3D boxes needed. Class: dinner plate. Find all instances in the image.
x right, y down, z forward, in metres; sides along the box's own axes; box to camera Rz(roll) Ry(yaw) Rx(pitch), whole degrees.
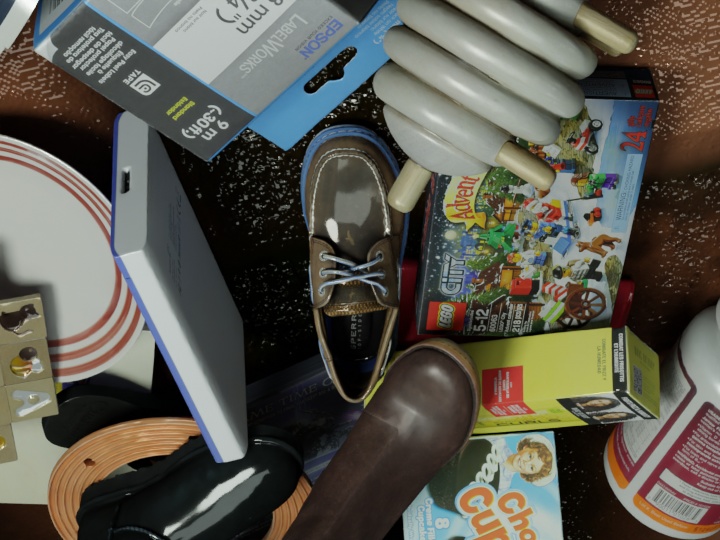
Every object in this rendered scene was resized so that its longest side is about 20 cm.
[{"bbox_3d":[-0.230,-0.010,1.213,0.198,0.024,0.202,10,129,12],"label":"dinner plate"}]

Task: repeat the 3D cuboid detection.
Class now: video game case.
[{"bbox_3d":[-0.045,0.145,1.377,0.142,0.019,0.201,-23,137,-18],"label":"video game case"}]

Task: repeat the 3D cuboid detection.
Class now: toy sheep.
[{"bbox_3d":[0.075,-0.120,1.078,0.137,0.138,0.201,29,94,-29],"label":"toy sheep"}]

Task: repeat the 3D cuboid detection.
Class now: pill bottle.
[{"bbox_3d":[0.264,0.094,1.330,0.109,0.110,0.201,13,132,-17],"label":"pill bottle"}]

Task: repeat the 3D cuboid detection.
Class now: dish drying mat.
[{"bbox_3d":[0.092,0.027,1.313,0.198,0.018,0.077,6,130,-9],"label":"dish drying mat"}]

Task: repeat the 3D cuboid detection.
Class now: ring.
[{"bbox_3d":[-0.127,0.169,1.332,0.198,0.019,0.202,2,136,2],"label":"ring"}]

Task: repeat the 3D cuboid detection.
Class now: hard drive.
[{"bbox_3d":[-0.116,0.012,1.198,0.025,0.133,0.201,-13,134,7],"label":"hard drive"}]

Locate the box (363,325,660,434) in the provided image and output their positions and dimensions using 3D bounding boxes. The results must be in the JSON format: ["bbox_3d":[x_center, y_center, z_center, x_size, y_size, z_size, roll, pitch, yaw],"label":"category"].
[{"bbox_3d":[0.105,0.081,1.295,0.198,0.051,0.075,-6,159,25],"label":"box"}]

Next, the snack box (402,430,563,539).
[{"bbox_3d":[0.091,0.220,1.328,0.115,0.202,0.037,-5,172,4],"label":"snack box"}]

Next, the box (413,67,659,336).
[{"bbox_3d":[0.112,-0.042,1.221,0.135,0.038,0.201,1,130,-6],"label":"box"}]

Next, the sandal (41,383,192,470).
[{"bbox_3d":[-0.139,0.124,1.339,0.199,0.045,0.075,9,126,-39],"label":"sandal"}]

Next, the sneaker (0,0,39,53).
[{"bbox_3d":[-0.255,-0.139,1.091,0.080,0.077,0.200,32,120,-18],"label":"sneaker"}]

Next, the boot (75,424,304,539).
[{"bbox_3d":[-0.126,0.203,1.238,0.197,0.163,0.073,-21,132,23],"label":"boot"}]

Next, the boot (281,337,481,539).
[{"bbox_3d":[0.001,0.150,1.223,0.072,0.166,0.201,35,133,7],"label":"boot"}]

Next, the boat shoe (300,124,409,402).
[{"bbox_3d":[0.000,0.000,1.227,0.071,0.073,0.201,-5,126,4],"label":"boat shoe"}]

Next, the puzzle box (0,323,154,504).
[{"bbox_3d":[-0.219,0.101,1.352,0.132,0.026,0.201,4,134,-8],"label":"puzzle box"}]

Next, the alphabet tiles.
[{"bbox_3d":[-0.304,0.073,1.221,0.198,0.006,0.168,-10,125,-10],"label":"alphabet tiles"}]

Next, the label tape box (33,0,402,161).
[{"bbox_3d":[-0.072,-0.141,1.100,0.199,0.064,0.144,32,125,-30],"label":"label tape box"}]
